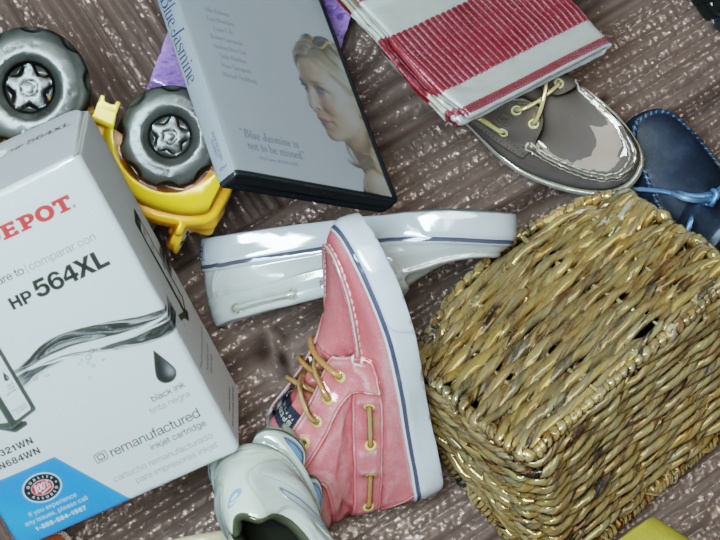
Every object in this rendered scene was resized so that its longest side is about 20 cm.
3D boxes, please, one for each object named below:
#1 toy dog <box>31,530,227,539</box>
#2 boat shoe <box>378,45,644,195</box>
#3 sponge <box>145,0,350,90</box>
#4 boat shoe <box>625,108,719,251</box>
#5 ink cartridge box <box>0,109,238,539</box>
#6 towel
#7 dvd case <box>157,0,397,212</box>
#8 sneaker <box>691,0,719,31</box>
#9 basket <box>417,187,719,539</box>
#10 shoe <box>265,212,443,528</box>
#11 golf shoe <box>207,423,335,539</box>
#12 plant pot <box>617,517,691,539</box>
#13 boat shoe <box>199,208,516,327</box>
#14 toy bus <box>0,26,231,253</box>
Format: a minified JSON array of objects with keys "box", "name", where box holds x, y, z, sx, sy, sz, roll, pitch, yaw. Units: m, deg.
[{"box":[-0.147,0.209,1.184,0.200,0.096,0.132,-28,82,-16],"name":"toy dog"},{"box":[0.096,-0.117,1.315,0.200,0.060,0.072,36,83,8],"name":"boat shoe"},{"box":[-0.057,-0.187,1.333,0.111,0.030,0.201,20,73,-7],"name":"sponge"},{"box":[0.243,-0.026,1.329,0.084,0.069,0.200,-34,82,-15],"name":"boat shoe"},{"box":[-0.175,0.033,1.152,0.146,0.084,0.200,-25,113,6],"name":"ink cartridge box"},{"box":[0.048,-0.185,1.294,0.144,0.023,0.200,-29,69,-35],"name":"towel"},{"box":[-0.059,-0.130,1.231,0.142,0.018,0.201,7,55,-47],"name":"dvd case"},{"box":[0.246,-0.238,1.383,0.078,0.075,0.200,-36,87,-20],"name":"sneaker"},{"box":[0.135,0.066,1.291,0.200,0.149,0.143,-39,52,-17],"name":"basket"},{"box":[-0.014,0.067,1.217,0.091,0.072,0.201,-20,122,-11],"name":"shoe"},{"box":[-0.028,0.191,1.187,0.078,0.097,0.200,-30,110,14],"name":"golf shoe"},{"box":[0.160,0.266,1.189,0.200,0.200,0.177,-33,73,-16],"name":"plant pot"},{"box":[0.000,0.000,1.266,0.199,0.072,0.066,-6,89,1],"name":"boat shoe"},{"box":[-0.181,-0.036,1.229,0.199,0.136,0.193,21,87,-8],"name":"toy bus"}]
